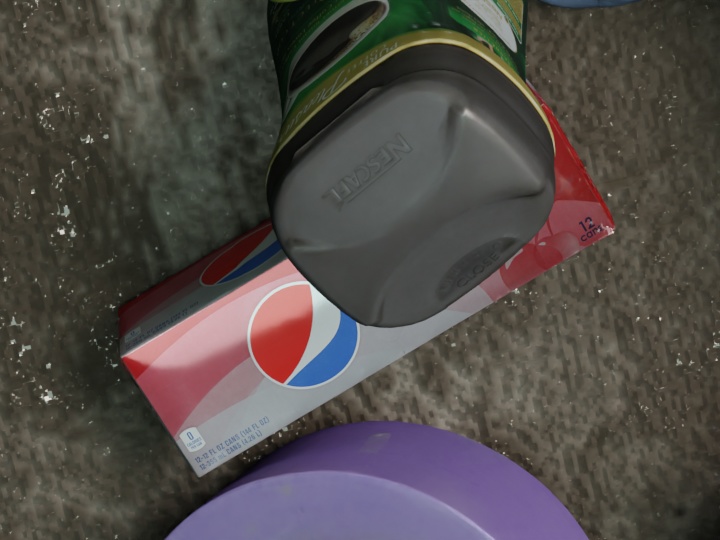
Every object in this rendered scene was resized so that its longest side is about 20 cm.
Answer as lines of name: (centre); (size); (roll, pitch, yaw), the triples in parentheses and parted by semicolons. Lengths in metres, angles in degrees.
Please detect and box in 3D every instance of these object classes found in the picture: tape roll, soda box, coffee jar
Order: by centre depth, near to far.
coffee jar: (0.017, -0.065, 1.029); (0.104, 0.200, 0.085); (-39, 114, 20)
soda box: (0.000, 0.000, 1.116); (0.200, 0.070, 0.063); (-31, 107, 3)
tape roll: (0.004, 0.168, 1.117); (0.199, 0.085, 0.201); (3, 101, 17)

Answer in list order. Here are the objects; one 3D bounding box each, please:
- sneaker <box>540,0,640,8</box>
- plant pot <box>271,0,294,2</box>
sneaker: (0.134, -0.135, 1.050); (0.200, 0.085, 0.075); (-17, 119, 35)
plant pot: (-0.061, -0.204, 1.022); (0.187, 0.187, 0.200); (-39, 116, 5)
